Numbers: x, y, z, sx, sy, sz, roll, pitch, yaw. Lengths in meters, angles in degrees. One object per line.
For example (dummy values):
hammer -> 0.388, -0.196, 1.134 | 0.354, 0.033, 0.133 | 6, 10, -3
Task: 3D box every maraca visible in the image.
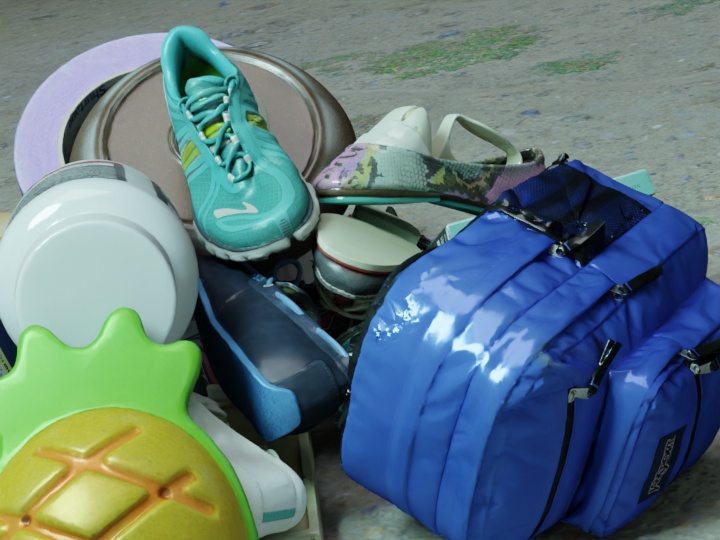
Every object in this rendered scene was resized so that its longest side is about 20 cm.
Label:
maraca -> -0.119, 0.117, 0.725 | 0.136, 0.202, 0.107 | -10, -18, -6

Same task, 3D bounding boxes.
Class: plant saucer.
plant saucer -> -0.100, -0.082, 1.039 | 0.198, 0.032, 0.202 | -1, 56, 1

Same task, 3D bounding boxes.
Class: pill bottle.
pill bottle -> -0.147, 0.000, 0.860 | 0.110, 0.112, 0.200 | -13, 11, -8

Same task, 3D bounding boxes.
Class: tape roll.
tape roll -> -0.142, -0.068, 1.097 | 0.198, 0.085, 0.201 | 0, 55, 1

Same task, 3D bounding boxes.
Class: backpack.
backpack -> 0.095, 0.051, 0.806 | 0.167, 0.164, 0.199 | 29, 37, 32

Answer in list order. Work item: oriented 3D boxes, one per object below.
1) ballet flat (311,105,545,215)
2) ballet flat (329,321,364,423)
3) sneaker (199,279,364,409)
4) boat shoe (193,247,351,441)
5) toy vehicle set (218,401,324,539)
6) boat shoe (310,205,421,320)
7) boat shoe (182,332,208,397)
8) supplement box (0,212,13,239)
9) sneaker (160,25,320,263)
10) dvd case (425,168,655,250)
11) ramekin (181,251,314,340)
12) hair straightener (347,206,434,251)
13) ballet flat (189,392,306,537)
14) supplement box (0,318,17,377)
ballet flat -> 0.049, -0.071, 1.029 | 0.199, 0.072, 0.069 | 5, 3, -40
ballet flat -> 0.037, 0.055, 0.999 | 0.199, 0.073, 0.072 | -25, 23, -36
sneaker -> -0.040, 0.035, 1.063 | 0.080, 0.075, 0.200 | -1, 21, 27
boat shoe -> -0.051, 0.044, 0.905 | 0.068, 0.085, 0.200 | -18, 32, -14
toy vehicle set -> -0.087, 0.129, 0.891 | 0.123, 0.027, 0.200 | -11, 19, -1
boat shoe -> 0.000, 0.000, 0.976 | 0.071, 0.063, 0.200 | 26, 9, 1
boat shoe -> -0.150, 0.071, 1.038 | 0.072, 0.062, 0.199 | 3, 22, 43
supplement box -> -0.348, 0.001, 1.335 | 0.198, 0.074, 0.126 | 1, 22, 33
sneaker -> -0.086, -0.078, 0.947 | 0.077, 0.080, 0.200 | -26, 44, -5
dvd case -> 0.104, -0.015, 1.064 | 0.145, 0.022, 0.200 | -16, -12, -13
ramekin -> -0.130, -0.009, 1.210 | 0.200, 0.095, 0.203 | -10, 18, 3
hair straightener -> 0.038, -0.024, 1.211 | 0.076, 0.041, 0.200 | -12, 8, -6
ballet flat -> -0.091, 0.101, 0.851 | 0.069, 0.070, 0.200 | -20, 24, -24
supplement box -> -0.270, 0.095, 0.785 | 0.133, 0.201, 0.200 | -22, 13, 22
